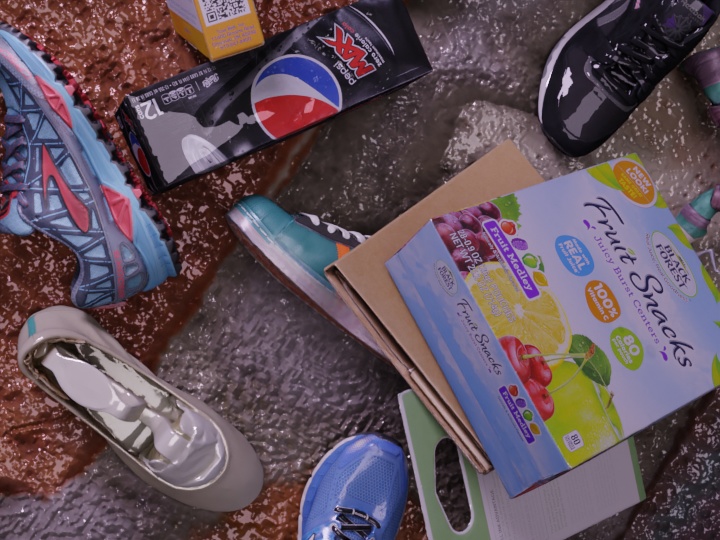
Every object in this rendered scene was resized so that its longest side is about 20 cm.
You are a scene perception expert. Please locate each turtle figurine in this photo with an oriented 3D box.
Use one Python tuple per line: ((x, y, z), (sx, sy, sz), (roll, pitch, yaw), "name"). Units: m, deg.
((0.306, -0.069, 0.844), (0.149, 0.101, 0.200), (-9, 89, -12), "turtle figurine")

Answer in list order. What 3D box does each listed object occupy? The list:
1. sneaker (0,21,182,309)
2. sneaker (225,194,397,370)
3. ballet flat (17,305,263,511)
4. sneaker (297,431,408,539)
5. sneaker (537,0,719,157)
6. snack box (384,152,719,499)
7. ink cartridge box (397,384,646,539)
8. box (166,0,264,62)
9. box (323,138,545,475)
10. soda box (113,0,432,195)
((-0.201, -0.062, 0.736), (0.095, 0.079, 0.200), (-32, 98, -7), "sneaker")
((0.000, 0.000, 0.791), (0.200, 0.071, 0.080), (38, 83, -19), "sneaker")
((-0.145, 0.100, 0.761), (0.200, 0.069, 0.070), (39, 84, -12), "ballet flat")
((-0.012, 0.209, 0.783), (0.078, 0.089, 0.200), (21, 87, -14), "sneaker")
((0.203, -0.171, 0.817), (0.076, 0.088, 0.200), (37, 85, -12), "sneaker")
((0.140, 0.027, 0.734), (0.200, 0.068, 0.169), (-19, 75, -38), "snack box")
((0.106, 0.123, 0.794), (0.200, 0.048, 0.146), (-16, 97, -32), "ink cartridge box")
((-0.115, -0.237, 0.698), (0.041, 0.119, 0.200), (-19, 116, -13), "box")
((0.092, 0.015, 0.770), (0.200, 0.021, 0.164), (-36, 86, -38), "box")
((-0.057, -0.119, 0.760), (0.200, 0.071, 0.063), (-26, 96, -17), "soda box")
